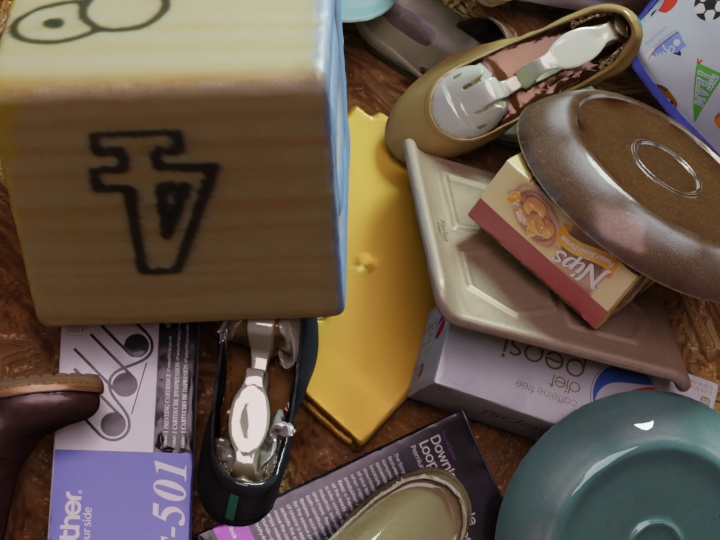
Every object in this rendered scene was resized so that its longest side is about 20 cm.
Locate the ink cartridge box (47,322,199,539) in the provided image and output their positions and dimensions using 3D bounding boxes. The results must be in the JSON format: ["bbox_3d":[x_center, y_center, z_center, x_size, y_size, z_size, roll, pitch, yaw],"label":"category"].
[{"bbox_3d":[-0.157,0.115,1.124,0.094,0.044,0.200,3,71,-6],"label":"ink cartridge box"}]

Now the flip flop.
[{"bbox_3d":[0.084,-0.161,1.245,0.200,0.058,0.081,35,68,6],"label":"flip flop"}]

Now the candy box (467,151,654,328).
[{"bbox_3d":[0.171,-0.044,1.160,0.115,0.055,0.200,42,32,13],"label":"candy box"}]

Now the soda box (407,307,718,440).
[{"bbox_3d":[0.139,0.083,1.152,0.200,0.064,0.068,19,72,-10],"label":"soda box"}]

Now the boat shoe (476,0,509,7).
[{"bbox_3d":[0.055,-0.250,1.242,0.071,0.065,0.200,23,29,-43],"label":"boat shoe"}]

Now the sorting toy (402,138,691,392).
[{"bbox_3d":[0.121,-0.001,1.147,0.200,0.036,0.185,19,34,-20],"label":"sorting toy"}]

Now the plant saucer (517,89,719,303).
[{"bbox_3d":[0.197,-0.059,1.122,0.200,0.032,0.200,24,34,-17],"label":"plant saucer"}]

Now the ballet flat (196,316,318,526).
[{"bbox_3d":[-0.065,0.067,1.095,0.073,0.073,0.200,11,61,-5],"label":"ballet flat"}]

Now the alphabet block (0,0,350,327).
[{"bbox_3d":[-0.111,-0.096,1.076,0.200,0.197,0.195,-1,39,3],"label":"alphabet block"}]

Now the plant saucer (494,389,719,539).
[{"bbox_3d":[0.188,0.180,1.110,0.200,0.036,0.200,-2,98,-15],"label":"plant saucer"}]

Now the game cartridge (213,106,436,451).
[{"bbox_3d":[0.000,0.000,1.196,0.176,0.032,0.200,42,68,7],"label":"game cartridge"}]

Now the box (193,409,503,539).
[{"bbox_3d":[0.009,0.198,1.114,0.200,0.036,0.143,-23,87,-14],"label":"box"}]

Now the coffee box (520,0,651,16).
[{"bbox_3d":[0.213,-0.254,1.258,0.200,0.114,0.080,10,42,-6],"label":"coffee box"}]

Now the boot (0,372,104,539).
[{"bbox_3d":[-0.242,0.161,1.073,0.200,0.072,0.167,-17,81,6],"label":"boot"}]

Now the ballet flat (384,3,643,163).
[{"bbox_3d":[0.107,-0.137,1.185,0.200,0.063,0.069,-28,91,0],"label":"ballet flat"}]

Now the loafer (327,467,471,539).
[{"bbox_3d":[-0.002,0.203,1.057,0.200,0.067,0.076,-44,93,-15],"label":"loafer"}]

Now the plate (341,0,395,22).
[{"bbox_3d":[-0.055,-0.255,1.220,0.200,0.026,0.200,19,39,-17],"label":"plate"}]

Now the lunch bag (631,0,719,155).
[{"bbox_3d":[0.308,-0.154,1.202,0.200,0.170,0.124,45,29,2],"label":"lunch bag"}]
